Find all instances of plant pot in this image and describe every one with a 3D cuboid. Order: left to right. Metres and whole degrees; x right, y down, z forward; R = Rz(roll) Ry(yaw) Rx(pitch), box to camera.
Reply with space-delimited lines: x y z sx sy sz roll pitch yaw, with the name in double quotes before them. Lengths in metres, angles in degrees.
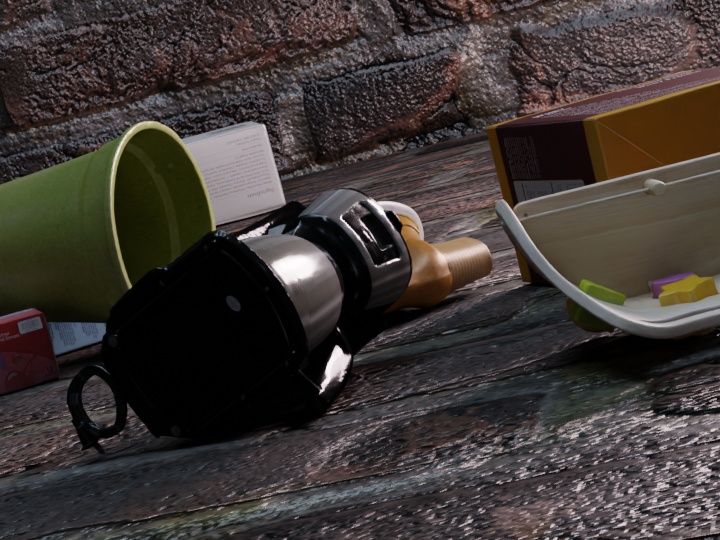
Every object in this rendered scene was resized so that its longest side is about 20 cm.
"plant pot" -0.261 -0.027 1.867 0.184 0.201 0.200 -8 9 23

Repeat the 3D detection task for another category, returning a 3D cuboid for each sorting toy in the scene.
"sorting toy" 0.200 -0.001 1.235 0.199 0.107 0.180 -14 14 0

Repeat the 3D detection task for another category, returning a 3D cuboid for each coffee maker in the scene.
"coffee maker" -0.082 0.029 1.380 0.192 0.135 0.200 -12 7 27

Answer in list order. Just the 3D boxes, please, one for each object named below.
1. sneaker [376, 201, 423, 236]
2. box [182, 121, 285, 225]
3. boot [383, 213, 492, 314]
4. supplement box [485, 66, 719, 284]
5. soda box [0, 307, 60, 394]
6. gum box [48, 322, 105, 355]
"sneaker" -0.040 -0.015 1.887 0.112 0.073 0.200 -5 13 45
"box" -0.231 -0.138 3.013 0.199 0.131 0.199 -16 7 -7
"boot" 0.000 0.001 1.684 0.144 0.071 0.201 -16 11 -34
"supplement box" 0.238 -0.077 1.567 0.197 0.133 0.200 -17 8 -20
"soda box" -0.375 0.091 1.777 0.199 0.064 0.070 -16 7 -16
"gum box" -0.258 0.037 2.037 0.199 0.045 0.170 -17 7 -24
